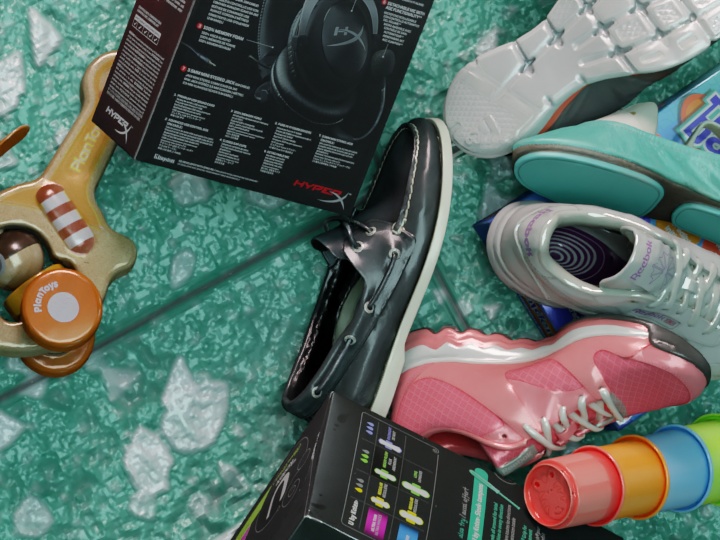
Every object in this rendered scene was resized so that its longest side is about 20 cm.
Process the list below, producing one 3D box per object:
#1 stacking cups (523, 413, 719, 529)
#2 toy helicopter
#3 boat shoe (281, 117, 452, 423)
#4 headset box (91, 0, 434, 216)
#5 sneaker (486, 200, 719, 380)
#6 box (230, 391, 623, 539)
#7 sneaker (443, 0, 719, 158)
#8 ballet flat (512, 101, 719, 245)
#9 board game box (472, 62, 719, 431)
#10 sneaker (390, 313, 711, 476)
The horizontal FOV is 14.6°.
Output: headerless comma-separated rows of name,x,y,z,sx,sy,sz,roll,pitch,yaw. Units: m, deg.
stacking cups,0.178,0.123,1.658,0.200,0.060,0.061,-10,90,-46
toy helicopter,-0.184,-0.045,1.644,0.132,0.079,0.200,27,72,-1
boat shoe,-0.001,0.000,1.669,0.066,0.074,0.200,16,94,-23
headset box,-0.046,-0.148,1.613,0.149,0.077,0.200,13,104,-32
sneaker,0.173,0.014,1.646,0.200,0.100,0.075,19,83,-12
box,0.029,0.194,1.613,0.200,0.124,0.149,27,122,-10
sneaker,0.144,-0.130,1.681,0.200,0.082,0.077,-26,75,15
ballet flat,0.183,-0.060,1.675,0.200,0.067,0.070,17,63,-12
board game box,0.193,-0.019,1.725,0.200,0.045,0.152,-34,95,-11
sneaker,0.108,0.082,1.646,0.200,0.074,0.087,-5,56,24
